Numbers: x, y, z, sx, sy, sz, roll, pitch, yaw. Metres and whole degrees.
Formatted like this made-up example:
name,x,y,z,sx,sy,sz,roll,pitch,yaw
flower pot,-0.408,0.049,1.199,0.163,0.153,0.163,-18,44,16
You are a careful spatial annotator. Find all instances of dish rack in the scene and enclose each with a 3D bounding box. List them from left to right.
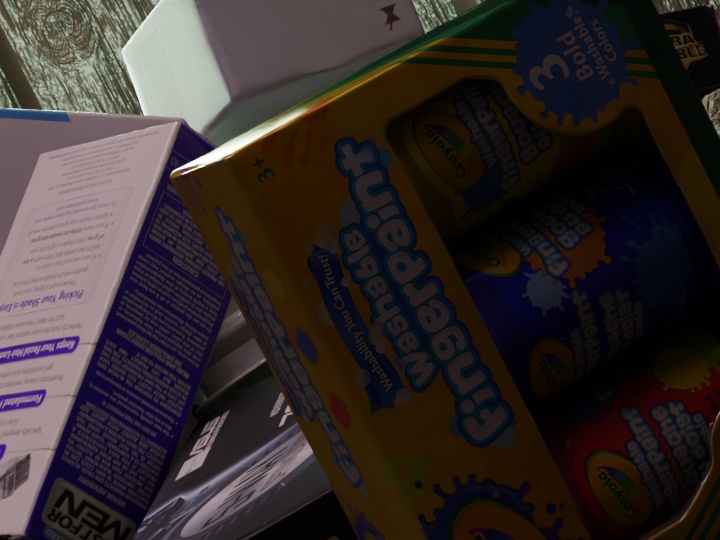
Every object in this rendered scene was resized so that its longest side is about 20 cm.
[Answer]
name,x,y,z,sx,sy,sz,roll,pitch,yaw
dish rack,0.000,0.000,1.466,0.200,0.044,0.172,-35,-4,3

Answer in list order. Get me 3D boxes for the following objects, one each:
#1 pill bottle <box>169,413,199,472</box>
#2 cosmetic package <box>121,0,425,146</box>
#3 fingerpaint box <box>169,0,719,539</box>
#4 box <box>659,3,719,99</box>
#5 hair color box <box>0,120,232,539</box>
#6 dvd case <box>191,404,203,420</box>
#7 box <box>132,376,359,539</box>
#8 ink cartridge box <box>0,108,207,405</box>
name,x,y,z,sx,sy,sz,roll,pitch,yaw
pill bottle,-0.159,0.134,1.455,0.200,0.116,0.116,-23,7,46
cosmetic package,-0.048,-0.112,1.484,0.101,0.072,0.200,-20,-2,-16
fingerpaint box,0.056,0.015,1.029,0.166,0.201,0.073,-29,6,-19
box,0.072,-0.083,1.559,0.199,0.046,0.159,-14,-5,-20
hair color box,-0.122,0.041,1.299,0.109,0.065,0.201,-9,53,49
dvd case,-0.182,0.097,1.553,0.148,0.016,0.200,4,-20,-24
box,-0.011,0.078,1.174,0.160,0.044,0.200,-31,13,20
ink cartridge box,-0.139,-0.001,1.492,0.128,0.126,0.200,3,-7,5
